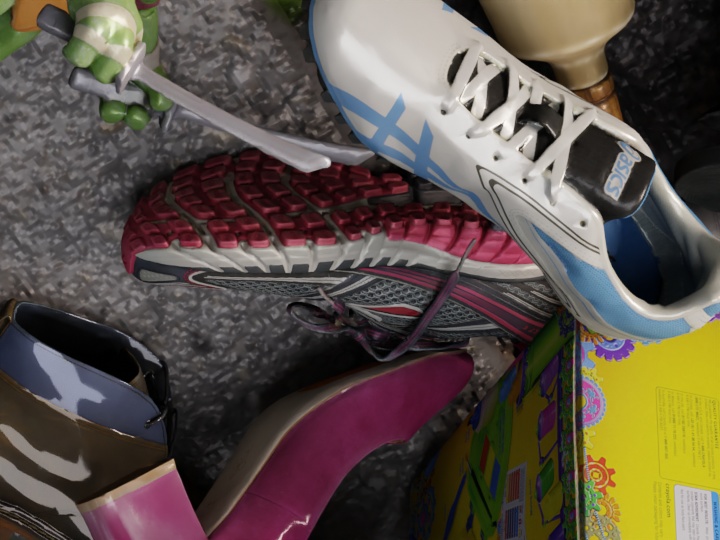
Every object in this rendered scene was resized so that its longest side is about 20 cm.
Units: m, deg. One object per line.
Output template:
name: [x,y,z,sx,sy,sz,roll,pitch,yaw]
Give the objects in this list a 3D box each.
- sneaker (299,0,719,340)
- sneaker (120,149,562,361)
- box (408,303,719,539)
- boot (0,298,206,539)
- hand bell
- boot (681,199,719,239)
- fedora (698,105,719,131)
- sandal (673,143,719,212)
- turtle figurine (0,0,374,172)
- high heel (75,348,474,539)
sneaker: [0.063,-0.047,0.912,0.200,0.072,0.072,39,147,-21]
sneaker: [0.000,0.000,1.023,0.199,0.081,0.075,4,119,-12]
box: [0.105,0.145,1.011,0.122,0.200,0.193,12,147,-16]
boot: [-0.091,0.087,1.056,0.200,0.075,0.097,21,115,-18]
hand bell: [0.091,-0.066,0.980,0.104,0.104,0.200,-19,114,0]
boot: [0.227,0.021,1.090,0.131,0.070,0.200,-31,107,10]
fedora: [0.207,-0.131,0.962,0.200,0.201,0.092,-28,88,5]
sandal: [0.222,-0.007,0.998,0.200,0.075,0.048,16,69,-8]
turtle figurine: [-0.111,-0.072,0.930,0.193,0.144,0.200,-20,114,7]
high heel: [-0.019,0.102,1.035,0.200,0.067,0.096,-25,93,-36]
